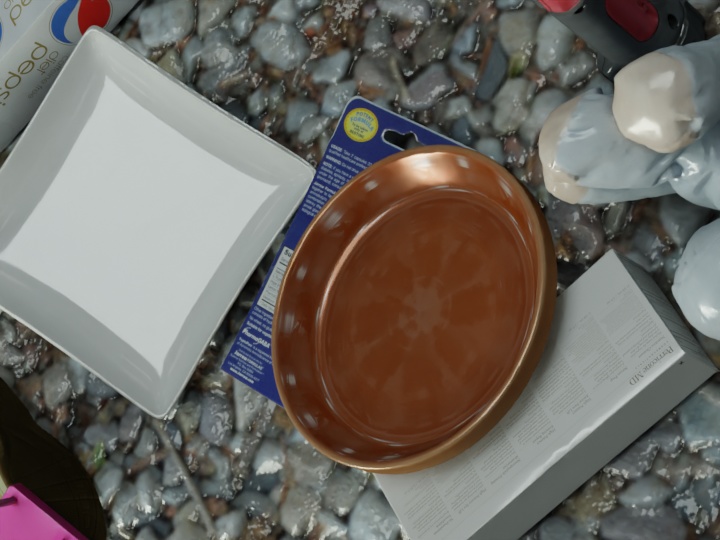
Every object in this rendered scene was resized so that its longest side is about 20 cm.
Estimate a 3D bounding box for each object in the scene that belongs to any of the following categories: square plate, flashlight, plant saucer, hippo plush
[{"bbox_3d":[-0.157,-0.034,1.245,0.197,0.028,0.201,33,91,13],"label":"square plate"},{"bbox_3d":[0.136,-0.159,1.010,0.067,0.200,0.069,-6,73,33],"label":"flashlight"},{"bbox_3d":[0.032,0.024,1.085,0.199,0.032,0.202,-16,62,34],"label":"plant saucer"},{"bbox_3d":[0.201,-0.040,0.991,0.159,0.199,0.162,-32,82,58],"label":"hippo plush"}]

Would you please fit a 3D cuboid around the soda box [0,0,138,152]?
[{"bbox_3d":[-0.241,-0.184,1.358,0.200,0.068,0.064,-44,57,17],"label":"soda box"}]

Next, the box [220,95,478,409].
[{"bbox_3d":[0.000,0.000,1.164,0.121,0.032,0.201,28,95,36],"label":"box"}]

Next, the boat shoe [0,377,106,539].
[{"bbox_3d":[-0.248,0.145,1.278,0.200,0.074,0.067,48,121,32],"label":"boat shoe"}]

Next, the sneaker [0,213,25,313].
[{"bbox_3d":[-0.300,0.006,1.338,0.199,0.082,0.077,-35,60,22],"label":"sneaker"}]

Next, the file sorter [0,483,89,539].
[{"bbox_3d":[-0.204,0.255,1.138,0.200,0.125,0.139,36,100,14],"label":"file sorter"}]

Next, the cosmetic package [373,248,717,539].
[{"bbox_3d":[0.104,0.087,1.057,0.200,0.051,0.083,-43,53,17],"label":"cosmetic package"}]
